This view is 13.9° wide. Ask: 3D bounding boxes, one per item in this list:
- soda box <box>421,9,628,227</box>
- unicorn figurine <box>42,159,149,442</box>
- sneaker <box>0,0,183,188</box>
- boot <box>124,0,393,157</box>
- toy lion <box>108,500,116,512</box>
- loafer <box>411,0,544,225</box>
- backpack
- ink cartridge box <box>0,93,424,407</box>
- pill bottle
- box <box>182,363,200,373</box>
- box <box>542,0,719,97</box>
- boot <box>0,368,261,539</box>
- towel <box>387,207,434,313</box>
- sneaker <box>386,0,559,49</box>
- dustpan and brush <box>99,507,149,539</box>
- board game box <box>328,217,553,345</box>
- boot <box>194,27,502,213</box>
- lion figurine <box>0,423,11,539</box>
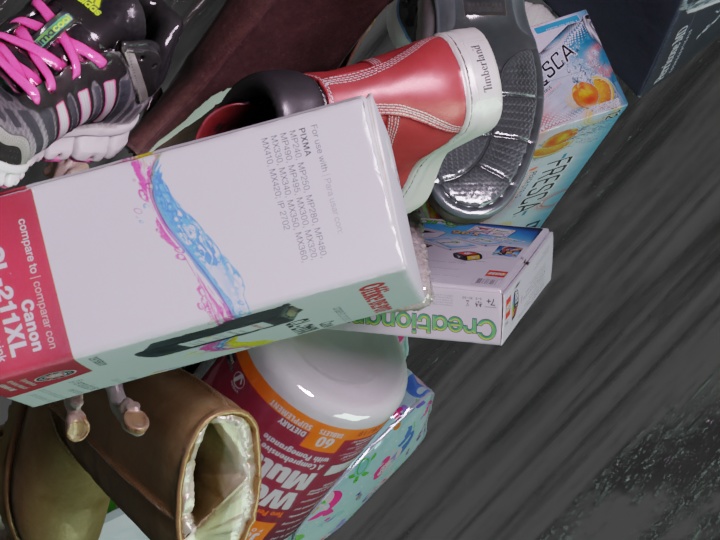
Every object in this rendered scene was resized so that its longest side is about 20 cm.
[{"bbox_3d":[0.088,-0.076,1.715,0.068,0.064,0.200,-18,165,-19],"label":"soda box"},{"bbox_3d":[-0.152,0.023,1.514,0.073,0.138,0.201,4,125,-26],"label":"unicorn figurine"},{"bbox_3d":[-0.139,-0.093,1.297,0.088,0.074,0.200,-53,166,19],"label":"sneaker"},{"bbox_3d":[-0.050,-0.113,1.478,0.166,0.072,0.200,-45,170,-7],"label":"boot"},{"bbox_3d":[-0.235,0.234,2.001,0.200,0.069,0.192,-51,172,26],"label":"toy lion"},{"bbox_3d":[0.058,-0.113,1.597,0.071,0.201,0.063,6,159,-11],"label":"loafer"},{"bbox_3d":[-0.052,0.101,1.960,0.200,0.151,0.178,-35,166,-14],"label":"backpack"},{"bbox_3d":[-0.077,-0.006,1.338,0.199,0.083,0.146,-15,173,3],"label":"ink cartridge box"},{"bbox_3d":[-0.064,0.102,1.779,0.109,0.110,0.200,-27,160,-50],"label":"pill bottle"},{"bbox_3d":[-0.057,-0.008,1.809,0.200,0.050,0.075,-43,167,-6],"label":"box"},{"bbox_3d":[0.214,-0.241,1.758,0.196,0.124,0.200,-36,164,-22],"label":"box"},{"bbox_3d":[-0.127,0.117,1.587,0.066,0.200,0.176,-12,117,-29],"label":"boot"},{"bbox_3d":[-0.029,-0.017,1.620,0.200,0.132,0.035,-99,-173,-72],"label":"towel"},{"bbox_3d":[0.062,-0.131,1.766,0.072,0.072,0.200,-21,169,25],"label":"sneaker"},{"bbox_3d":[-0.110,0.212,1.774,0.139,0.057,0.200,-27,145,28],"label":"dustpan and brush"},{"bbox_3d":[0.000,0.000,1.685,0.126,0.199,0.035,-45,137,-67],"label":"board game box"},{"bbox_3d":[-0.028,-0.063,1.497,0.144,0.073,0.200,-13,168,-20],"label":"boot"},{"bbox_3d":[-0.199,0.130,1.746,0.122,0.073,0.200,-24,167,-19],"label":"lion figurine"}]
